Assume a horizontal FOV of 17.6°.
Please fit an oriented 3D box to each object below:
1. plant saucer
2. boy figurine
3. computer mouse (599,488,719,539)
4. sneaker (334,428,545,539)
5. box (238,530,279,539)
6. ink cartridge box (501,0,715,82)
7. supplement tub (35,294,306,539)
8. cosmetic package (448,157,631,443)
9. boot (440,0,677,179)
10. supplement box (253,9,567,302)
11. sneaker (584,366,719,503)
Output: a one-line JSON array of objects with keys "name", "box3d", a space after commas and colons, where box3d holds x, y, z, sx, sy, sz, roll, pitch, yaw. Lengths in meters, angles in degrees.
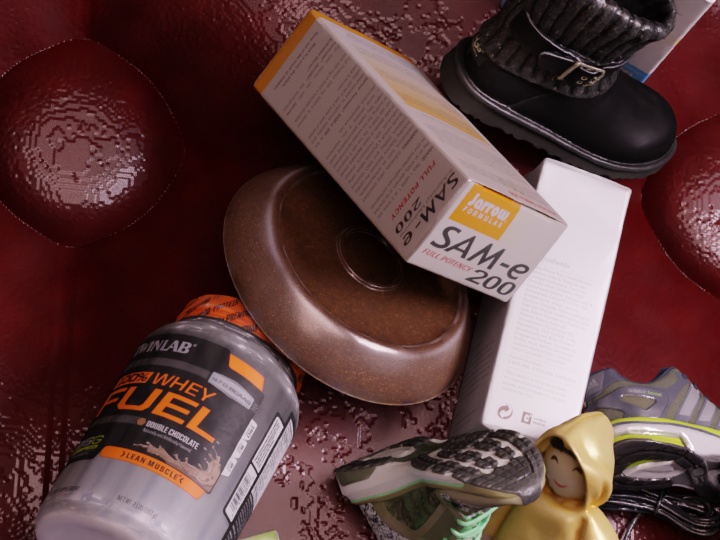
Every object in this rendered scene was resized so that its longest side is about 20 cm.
[{"name": "plant saucer", "box3d": [0.000, 0.000, 1.600, 0.199, 0.034, 0.201, 23, 43, -23]}, {"name": "boy figurine", "box3d": [0.124, 0.189, 1.547, 0.124, 0.201, 0.064, 37, 25, 33]}, {"name": "computer mouse", "box3d": [0.170, 0.230, 1.620, 0.109, 0.044, 0.201, 28, 71, -5]}, {"name": "sneaker", "box3d": [0.064, 0.159, 1.550, 0.077, 0.200, 0.089, -23, 98, -30]}, {"name": "box", "box3d": [-0.130, 0.268, 1.547, 0.199, 0.036, 0.145, -14, 78, -17]}, {"name": "ink cartridge box", "box3d": [0.207, -0.242, 1.675, 0.125, 0.200, 0.129, 34, 70, -2]}, {"name": "supplement tub", "box3d": [-0.118, 0.120, 1.531, 0.122, 0.123, 0.201, 31, 54, -3]}, {"name": "cosmetic package", "box3d": [0.125, 0.035, 1.635, 0.074, 0.102, 0.201, 19, 73, -8]}, {"name": "boot", "box3d": [0.178, -0.148, 1.638, 0.210, 0.158, 0.080, 15, 50, -32]}, {"name": "supplement box", "box3d": [0.033, -0.078, 1.584, 0.074, 0.126, 0.200, -51, 53, 14]}, {"name": "sneaker", "box3d": [0.235, 0.109, 1.630, 0.199, 0.074, 0.081, 13, 50, -39]}]
